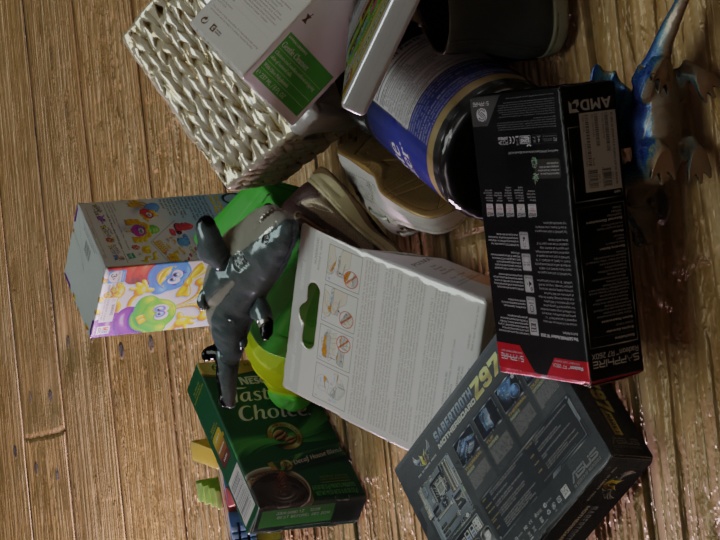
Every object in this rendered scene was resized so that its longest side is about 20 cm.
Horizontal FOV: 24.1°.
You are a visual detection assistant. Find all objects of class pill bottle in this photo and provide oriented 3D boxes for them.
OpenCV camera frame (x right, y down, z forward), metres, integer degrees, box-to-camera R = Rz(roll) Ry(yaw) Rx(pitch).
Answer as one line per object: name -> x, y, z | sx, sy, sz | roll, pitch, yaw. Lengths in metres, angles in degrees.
pill bottle -> 0.067, -0.129, 1.338 | 0.200, 0.111, 0.113 | 45, 133, 53

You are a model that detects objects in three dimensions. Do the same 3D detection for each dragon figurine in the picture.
dragon figurine -> 0.192, -0.112, 1.146 | 0.099, 0.058, 0.203 | 17, 110, 62

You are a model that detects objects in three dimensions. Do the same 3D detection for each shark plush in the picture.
shark plush -> -0.108, 0.031, 1.482 | 0.083, 0.090, 0.202 | 32, 108, 34

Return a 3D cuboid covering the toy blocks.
toy blocks -> -0.115, 0.248, 1.744 | 0.137, 0.099, 0.202 | -112, 15, -59

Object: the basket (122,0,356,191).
basket -> -0.107, -0.183, 1.556 | 0.123, 0.135, 0.201 | -41, 80, 23

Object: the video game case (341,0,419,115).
video game case -> 0.037, -0.237, 1.261 | 0.183, 0.023, 0.201 | -87, 21, -62

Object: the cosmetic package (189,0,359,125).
cosmetic package -> -0.033, -0.236, 1.403 | 0.200, 0.108, 0.085 | -46, 60, 4

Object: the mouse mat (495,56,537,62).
mouse mat -> 0.112, -0.267, 1.345 | 0.160, 0.007, 0.203 | 5, 98, 63

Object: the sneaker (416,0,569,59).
sneaker -> 0.088, -0.258, 1.268 | 0.075, 0.105, 0.203 | -36, 62, 59

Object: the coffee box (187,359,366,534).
coffee box -> -0.086, 0.170, 1.681 | 0.201, 0.122, 0.044 | 62, 143, 42

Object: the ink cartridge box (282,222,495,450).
ink cartridge box -> 0.029, 0.061, 1.431 | 0.199, 0.050, 0.164 | 24, 118, 34

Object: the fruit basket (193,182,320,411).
fruit basket -> -0.073, 0.042, 1.630 | 0.215, 0.154, 0.218 | -22, 62, 49

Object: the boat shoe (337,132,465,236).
boat shoe -> 0.043, -0.063, 1.455 | 0.200, 0.070, 0.070 | -136, 28, -61

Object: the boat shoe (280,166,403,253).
boat shoe -> 0.000, 0.000, 1.481 | 0.200, 0.072, 0.072 | 50, 175, 20

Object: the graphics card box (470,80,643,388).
graphics card box -> 0.134, -0.027, 1.170 | 0.125, 0.050, 0.203 | 3, 102, 65

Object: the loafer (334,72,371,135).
loafer -> 0.008, -0.195, 1.512 | 0.071, 0.073, 0.201 | -50, 45, 21

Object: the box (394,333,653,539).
box -> 0.119, 0.148, 1.292 | 0.201, 0.051, 0.158 | -56, 44, 29

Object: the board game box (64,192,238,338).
board game box -> -0.201, -0.007, 1.798 | 0.105, 0.198, 0.104 | 60, 144, 39
